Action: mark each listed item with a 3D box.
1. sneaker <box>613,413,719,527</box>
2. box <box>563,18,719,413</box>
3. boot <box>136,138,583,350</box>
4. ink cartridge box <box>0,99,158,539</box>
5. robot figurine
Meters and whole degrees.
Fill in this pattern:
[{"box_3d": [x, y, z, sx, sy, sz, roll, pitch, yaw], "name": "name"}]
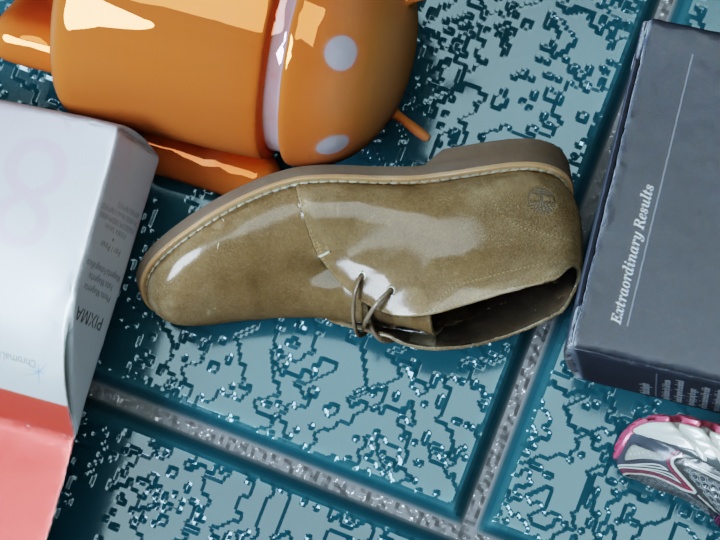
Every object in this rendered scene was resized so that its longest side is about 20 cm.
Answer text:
[{"box_3d": [0.190, 0.129, 1.102, 0.199, 0.081, 0.075, 35, 89, 10], "name": "sneaker"}, {"box_3d": [0.199, -0.007, 1.112, 0.199, 0.104, 0.149, 14, 82, 9], "name": "box"}, {"box_3d": [0.000, 0.000, 1.140, 0.199, 0.074, 0.076, -12, 55, 3], "name": "boot"}, {"box_3d": [-0.189, 0.022, 1.157, 0.162, 0.057, 0.201, 12, 77, 27], "name": "ink cartridge box"}, {"box_3d": [-0.061, -0.113, 1.153, 0.199, 0.117, 0.145, 13, 82, 8], "name": "robot figurine"}]
